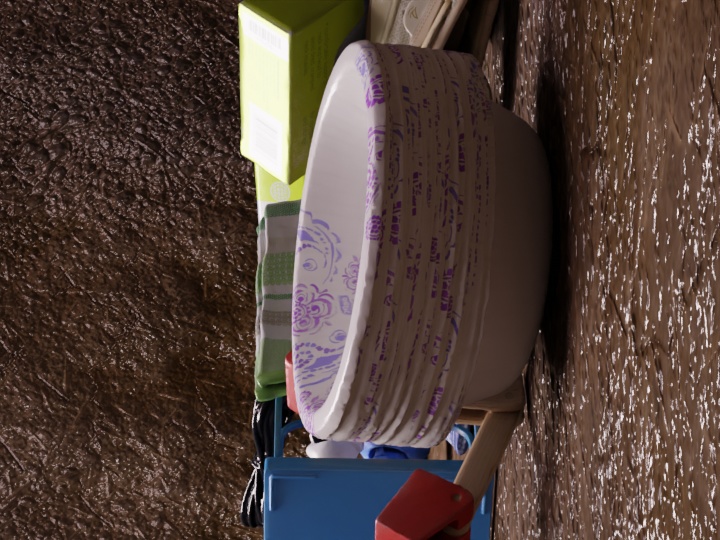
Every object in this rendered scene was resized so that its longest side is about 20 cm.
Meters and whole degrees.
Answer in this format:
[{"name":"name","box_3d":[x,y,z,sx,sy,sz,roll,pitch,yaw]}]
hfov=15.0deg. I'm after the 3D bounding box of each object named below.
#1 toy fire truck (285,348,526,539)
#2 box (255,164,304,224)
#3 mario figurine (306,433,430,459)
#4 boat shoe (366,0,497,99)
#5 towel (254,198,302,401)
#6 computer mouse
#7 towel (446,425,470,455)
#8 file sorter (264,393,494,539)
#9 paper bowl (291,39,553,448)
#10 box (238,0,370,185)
[{"name":"toy fire truck","box_3d":[0.038,0.062,1.476,0.200,0.141,0.049,-46,-26,-30]},{"name":"box","box_3d":[-0.037,-0.036,2.141,0.122,0.047,0.201,-50,-39,-60]},{"name":"mario figurine","box_3d":[0.012,0.108,2.027,0.123,0.106,0.201,94,174,-79]},{"name":"boat shoe","box_3d":[0.037,-0.099,1.557,0.065,0.072,0.201,34,129,30]},{"name":"towel","box_3d":[0.000,0.000,1.760,0.200,0.149,0.031,-90,-21,-58]},{"name":"computer mouse","box_3d":[-0.007,0.102,1.845,0.200,0.046,0.141,-34,-37,-47]},{"name":"towel","box_3d":[0.058,0.047,1.885,0.200,0.024,0.145,-149,58,-87]},{"name":"file sorter","box_3d":[0.010,0.170,1.743,0.123,0.138,0.201,-89,0,-56]},{"name":"paper bowl","box_3d":[0.033,-0.011,1.376,0.201,0.104,0.202,-174,90,-80]},{"name":"box","box_3d":[0.012,-0.150,1.604,0.200,0.048,0.122,-38,-33,-31]}]
